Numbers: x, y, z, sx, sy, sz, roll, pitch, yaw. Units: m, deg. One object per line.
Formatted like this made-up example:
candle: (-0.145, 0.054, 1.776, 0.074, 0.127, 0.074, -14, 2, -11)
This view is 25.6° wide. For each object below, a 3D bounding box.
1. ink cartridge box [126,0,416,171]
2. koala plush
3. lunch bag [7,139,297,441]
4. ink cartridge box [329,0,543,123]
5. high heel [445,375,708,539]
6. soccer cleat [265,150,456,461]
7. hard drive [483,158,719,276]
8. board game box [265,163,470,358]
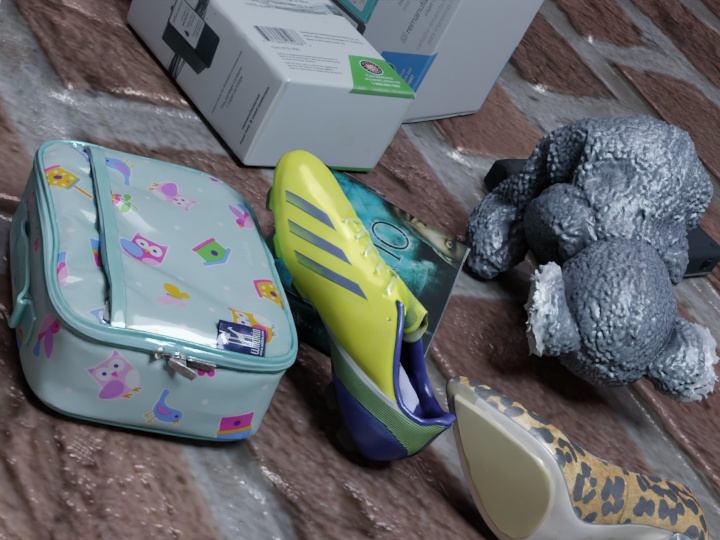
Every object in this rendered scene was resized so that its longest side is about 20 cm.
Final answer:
ink cartridge box: (-0.075, -0.173, 1.268, 0.146, 0.083, 0.200, 0, 41, -44)
koala plush: (0.181, 0.004, 1.166, 0.177, 0.184, 0.201, 24, 41, -12)
lunch bag: (-0.128, 0.008, 0.932, 0.160, 0.077, 0.200, 16, 30, -27)
ink cartridge box: (0.035, -0.255, 1.439, 0.200, 0.147, 0.146, 43, 31, 23)
high heel: (0.138, 0.124, 0.999, 0.200, 0.071, 0.143, 50, 36, -1)
soccer cleat: (0.004, 0.016, 0.966, 0.065, 0.083, 0.201, -10, 79, -54)
hard drive: (0.218, -0.047, 1.404, 0.199, 0.033, 0.140, -3, 43, -47)
board game box: (0.000, 0.000, 1.123, 0.135, 0.028, 0.200, 30, 28, -1)
